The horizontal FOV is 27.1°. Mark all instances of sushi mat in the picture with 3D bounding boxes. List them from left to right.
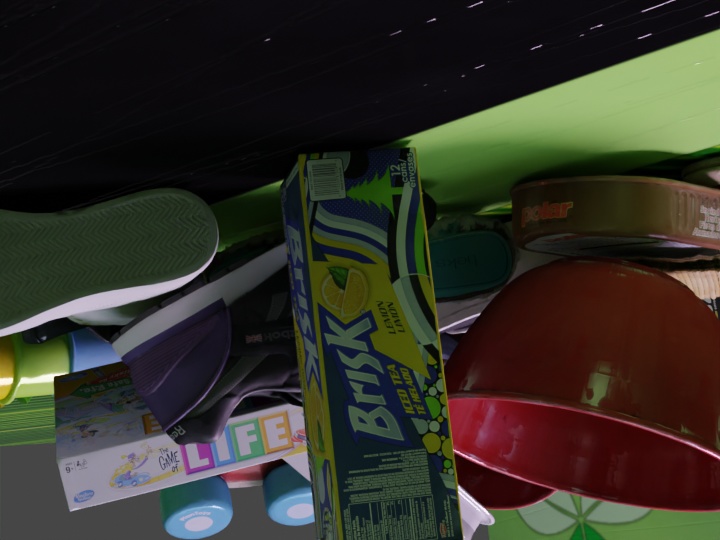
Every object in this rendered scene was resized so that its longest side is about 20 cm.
[{"bbox_3d":[0.203,0.006,0.989,0.095,0.012,0.200,0,174,14],"label":"sushi mat"}]

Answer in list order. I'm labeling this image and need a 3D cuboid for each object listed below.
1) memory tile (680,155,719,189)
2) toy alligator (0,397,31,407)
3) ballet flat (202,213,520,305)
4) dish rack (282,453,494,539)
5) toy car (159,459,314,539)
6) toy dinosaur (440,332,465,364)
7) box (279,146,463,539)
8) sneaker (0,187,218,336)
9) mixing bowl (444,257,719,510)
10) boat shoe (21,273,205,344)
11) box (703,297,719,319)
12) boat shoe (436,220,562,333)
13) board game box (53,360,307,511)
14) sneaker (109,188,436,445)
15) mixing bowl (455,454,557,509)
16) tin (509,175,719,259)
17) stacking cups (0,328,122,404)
[{"bbox_3d":[0.293,-0.058,0.931,0.153,0.017,0.200,-11,170,25],"label":"memory tile"},{"bbox_3d":[-0.269,0.043,1.054,0.054,0.059,0.200,25,156,10],"label":"toy alligator"},{"bbox_3d":[0.000,0.000,0.940,0.199,0.072,0.072,-5,171,-8],"label":"ballet flat"},{"bbox_3d":[-0.014,0.135,1.066,0.171,0.044,0.200,6,149,51],"label":"dish rack"},{"bbox_3d":[-0.106,0.096,1.271,0.176,0.185,0.200,-5,143,-9],"label":"toy car"},{"bbox_3d":[0.027,0.054,1.086,0.199,0.182,0.105,-18,131,-15],"label":"toy dinosaur"},{"bbox_3d":[0.003,0.043,0.757,0.064,0.201,0.070,-4,170,-12],"label":"box"},{"bbox_3d":[-0.181,0.007,0.812,0.199,0.074,0.116,-6,168,-12],"label":"sneaker"},{"bbox_3d":[0.143,0.061,0.880,0.199,0.109,0.200,15,162,5],"label":"mixing bowl"},{"bbox_3d":[-0.152,0.025,0.963,0.074,0.066,0.199,-11,170,23],"label":"boat shoe"},{"bbox_3d":[0.241,0.064,1.196,0.049,0.162,0.200,-5,170,-11],"label":"box"},{"bbox_3d":[0.062,0.007,1.010,0.199,0.074,0.060,-16,165,8],"label":"boat shoe"},{"bbox_3d":[-0.084,0.079,0.904,0.199,0.034,0.134,-13,-161,-9],"label":"board game box"},{"bbox_3d":[-0.034,0.028,0.841,0.199,0.088,0.076,-29,176,-13],"label":"sneaker"},{"bbox_3d":[0.103,0.070,1.142,0.199,0.201,0.108,-14,-167,38],"label":"mixing bowl"},{"bbox_3d":[0.177,-0.027,0.913,0.199,0.042,0.112,6,168,-42],"label":"tin"},{"bbox_3d":[-0.188,0.053,1.005,0.199,0.061,0.060,-5,172,-38],"label":"stacking cups"}]
